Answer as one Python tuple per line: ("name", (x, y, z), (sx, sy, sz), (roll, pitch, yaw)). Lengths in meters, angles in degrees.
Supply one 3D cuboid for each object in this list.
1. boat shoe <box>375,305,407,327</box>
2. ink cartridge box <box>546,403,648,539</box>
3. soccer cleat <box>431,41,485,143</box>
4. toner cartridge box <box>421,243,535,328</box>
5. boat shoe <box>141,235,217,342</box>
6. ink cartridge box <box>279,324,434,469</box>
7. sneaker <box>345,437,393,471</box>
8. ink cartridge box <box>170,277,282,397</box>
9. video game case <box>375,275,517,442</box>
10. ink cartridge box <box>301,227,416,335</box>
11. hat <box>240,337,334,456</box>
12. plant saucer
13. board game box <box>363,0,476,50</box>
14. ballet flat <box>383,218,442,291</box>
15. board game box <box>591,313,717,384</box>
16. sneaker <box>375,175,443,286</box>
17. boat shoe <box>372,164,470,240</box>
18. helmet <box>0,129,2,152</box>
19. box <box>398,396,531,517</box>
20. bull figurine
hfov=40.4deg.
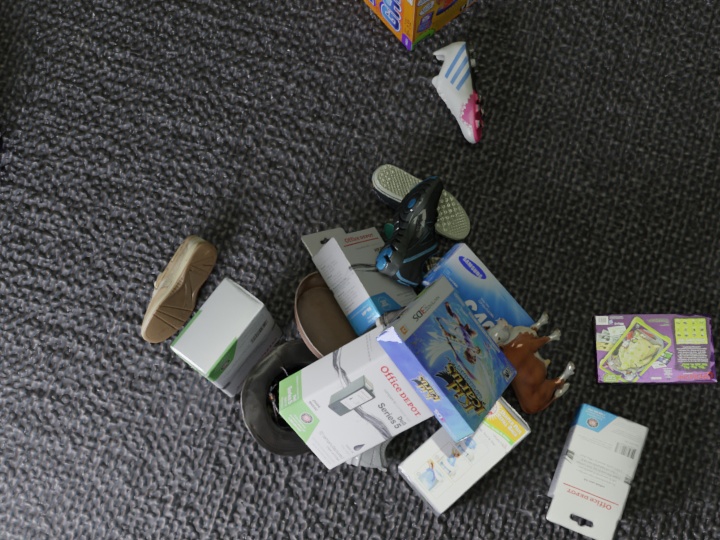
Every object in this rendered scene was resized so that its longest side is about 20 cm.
("boat shoe", (0.099, 0.101, 1.602), (0.057, 0.200, 0.067), (-29, 64, 23))
("ink cartridge box", (0.382, 0.333, 1.603), (0.116, 0.067, 0.200), (21, 77, 6))
("soccer cleat", (0.177, -0.320, 1.783), (0.086, 0.070, 0.200), (-8, 73, 16))
("toner cartridge box", (0.202, 0.058, 1.654), (0.095, 0.043, 0.200), (-45, 102, -11))
("boat shoe", (-0.323, 0.033, 1.705), (0.064, 0.071, 0.200), (29, 85, 44))
("ink cartridge box", (-0.006, 0.199, 1.531), (0.200, 0.084, 0.146), (-30, 118, 14))
("sneaker", (0.043, 0.240, 1.642), (0.082, 0.075, 0.200), (22, 87, -2))
("ink cartridge box", (-0.215, 0.115, 1.607), (0.084, 0.200, 0.146), (35, 78, 13))
("video game case", (0.137, 0.131, 1.500), (0.200, 0.045, 0.181), (52, 40, -3))
("ink cartridge box", (0.000, 0.000, 1.661), (0.116, 0.067, 0.200), (-16, 70, -49))
("hat", (-0.113, 0.209, 1.633), (0.200, 0.081, 0.201), (1, 87, -23))
("plant saucer", (-0.035, 0.093, 1.640), (0.034, 0.200, 0.200), (-41, 73, 37))
("board game box", (0.106, -0.569, 1.772), (0.200, 0.200, 0.200), (-38, 79, -9))
("ballet flat", (0.117, -0.011, 1.707), (0.075, 0.068, 0.200), (-27, 81, -28))
("board game box", (0.501, 0.135, 1.672), (0.200, 0.032, 0.120), (0, 71, 2))
("sneaker", (0.097, -0.066, 1.652), (0.082, 0.073, 0.200), (34, 71, -21))
("boat shoe", (0.106, -0.118, 1.731), (0.200, 0.062, 0.075), (31, 73, -7))
("helmet", (-0.735, -0.228, 1.712), (0.200, 0.191, 0.200), (-6, 80, 38))
("box", (0.168, 0.295, 1.594), (0.200, 0.113, 0.101), (-40, 76, -9))
("bull figurine", (0.279, 0.144, 1.619), (0.121, 0.065, 0.200), (-28, 116, -6))
